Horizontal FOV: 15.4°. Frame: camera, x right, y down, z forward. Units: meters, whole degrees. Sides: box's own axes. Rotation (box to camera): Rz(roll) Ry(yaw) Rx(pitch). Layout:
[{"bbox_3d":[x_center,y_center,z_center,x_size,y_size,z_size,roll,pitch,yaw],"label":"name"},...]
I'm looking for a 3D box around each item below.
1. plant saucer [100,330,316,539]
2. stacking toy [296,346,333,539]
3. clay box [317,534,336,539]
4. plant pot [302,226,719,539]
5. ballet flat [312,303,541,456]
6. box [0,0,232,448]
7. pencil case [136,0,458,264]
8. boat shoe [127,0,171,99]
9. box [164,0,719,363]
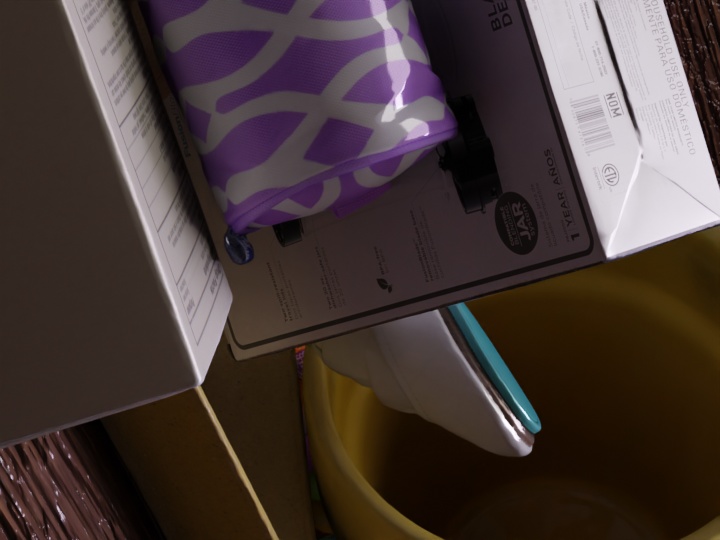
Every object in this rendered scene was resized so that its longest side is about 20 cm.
[{"bbox_3d":[-0.073,0.008,0.993,0.200,0.048,0.200,-98,169,-49],"label":"plant saucer"},{"bbox_3d":[0.000,0.077,1.231,0.200,0.116,0.110,55,14,-31],"label":"stacking toy"},{"bbox_3d":[-0.009,0.179,1.079,0.200,0.048,0.115,-58,131,-79],"label":"clay box"},{"bbox_3d":[0.080,0.094,1.102,0.189,0.201,0.201,86,-5,-51],"label":"plant pot"},{"bbox_3d":[0.000,0.000,1.022,0.200,0.069,0.069,62,2,25],"label":"ballet flat"},{"bbox_3d":[-0.108,-0.058,0.777,0.095,0.078,0.200,-79,151,-75],"label":"box"},{"bbox_3d":[-0.037,-0.109,0.826,0.085,0.084,0.200,-13,82,-79],"label":"pencil case"},{"bbox_3d":[-0.127,-0.133,0.868,0.200,0.072,0.065,53,-6,-34],"label":"boat shoe"},{"bbox_3d":[0.019,-0.045,0.894,0.060,0.200,0.117,-17,89,-40],"label":"box"}]
